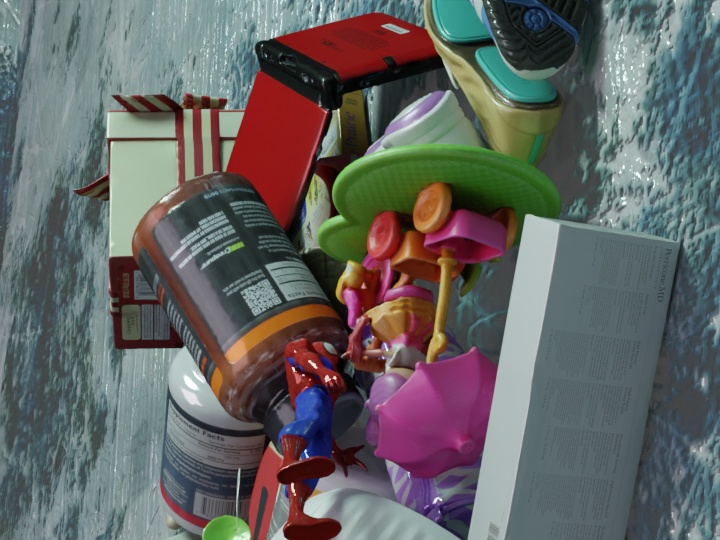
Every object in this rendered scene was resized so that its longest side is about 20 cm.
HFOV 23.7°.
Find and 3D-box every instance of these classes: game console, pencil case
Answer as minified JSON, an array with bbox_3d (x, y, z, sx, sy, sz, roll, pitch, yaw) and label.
[{"bbox_3d":[-0.019,-0.122,1.376,0.200,0.171,0.119,-140,36,-65],"label":"game console"},{"bbox_3d":[0.050,0.114,1.163,0.084,0.085,0.200,-38,40,13],"label":"pencil case"}]

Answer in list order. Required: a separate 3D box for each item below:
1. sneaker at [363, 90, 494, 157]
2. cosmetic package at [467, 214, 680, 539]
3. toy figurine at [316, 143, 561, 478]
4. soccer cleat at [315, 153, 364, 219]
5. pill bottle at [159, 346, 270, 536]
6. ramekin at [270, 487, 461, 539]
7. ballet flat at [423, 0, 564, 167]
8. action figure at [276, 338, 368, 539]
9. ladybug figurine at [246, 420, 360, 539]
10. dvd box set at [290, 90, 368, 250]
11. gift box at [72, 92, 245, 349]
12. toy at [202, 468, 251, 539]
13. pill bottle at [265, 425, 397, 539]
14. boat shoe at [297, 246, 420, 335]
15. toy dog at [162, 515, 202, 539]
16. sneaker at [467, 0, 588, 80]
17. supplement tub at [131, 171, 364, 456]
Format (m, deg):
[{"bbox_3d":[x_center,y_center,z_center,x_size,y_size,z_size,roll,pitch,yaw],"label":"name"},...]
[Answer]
[{"bbox_3d":[0.055,-0.066,1.225,0.075,0.100,0.200,-38,1,-2],"label":"sneaker"},{"bbox_3d":[0.122,0.074,0.996,0.051,0.082,0.201,-156,76,-69],"label":"cosmetic package"},{"bbox_3d":[0.035,0.043,1.099,0.200,0.149,0.185,-26,52,51],"label":"toy figurine"},{"bbox_3d":[0.000,0.000,1.350,0.068,0.073,0.201,134,139,-57],"label":"soccer cleat"},{"bbox_3d":[-0.109,0.121,1.477,0.120,0.119,0.201,-112,25,-52],"label":"pill bottle"},{"bbox_3d":[0.017,0.224,1.066,0.105,0.200,0.200,-55,11,-23],"label":"ramekin"},{"bbox_3d":[0.085,-0.138,1.194,0.200,0.068,0.063,-109,20,-52],"label":"ballet flat"},{"bbox_3d":[-0.026,0.093,1.066,0.200,0.051,0.066,-96,-4,-66],"label":"action figure"},{"bbox_3d":[-0.050,0.207,1.410,0.136,0.071,0.201,-152,71,-68],"label":"ladybug figurine"},{"bbox_3d":[-0.028,-0.039,1.494,0.146,0.029,0.201,125,147,-51],"label":"dvd box set"},{"bbox_3d":[-0.165,-0.051,1.577,0.185,0.198,0.188,107,163,-55],"label":"gift box"},{"bbox_3d":[-0.108,0.254,1.316,0.201,0.047,0.116,98,173,-50],"label":"toy"},{"bbox_3d":[-0.018,0.225,1.262,0.116,0.116,0.201,-131,52,-63],"label":"pill bottle"},{"bbox_3d":[-0.029,0.019,1.298,0.199,0.065,0.073,6,85,32],"label":"boat shoe"},{"bbox_3d":[-0.135,0.288,1.504,0.200,0.096,0.132,-121,7,-59],"label":"toy dog"},{"bbox_3d":[0.108,-0.198,1.165,0.077,0.075,0.201,95,171,-50],"label":"sneaker"},{"bbox_3d":[-0.077,0.034,1.223,0.201,0.106,0.107,57,140,25],"label":"supplement tub"}]
